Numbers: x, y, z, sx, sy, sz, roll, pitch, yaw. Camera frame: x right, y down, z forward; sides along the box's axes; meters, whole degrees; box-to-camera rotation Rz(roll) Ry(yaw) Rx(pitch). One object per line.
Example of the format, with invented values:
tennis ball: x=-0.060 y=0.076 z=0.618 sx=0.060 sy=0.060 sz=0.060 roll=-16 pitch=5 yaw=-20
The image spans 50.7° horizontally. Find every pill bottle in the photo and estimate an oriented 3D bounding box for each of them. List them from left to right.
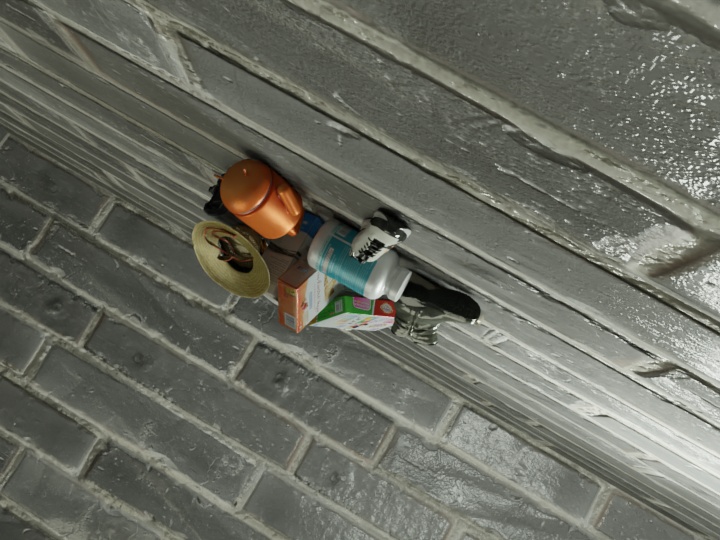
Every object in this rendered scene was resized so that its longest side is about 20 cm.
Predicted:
pill bottle: x=0.001 y=-0.014 z=1.531 sx=0.199 sy=0.111 sz=0.111 roll=29 pitch=171 yaw=12

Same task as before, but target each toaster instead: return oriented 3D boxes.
toaster: x=-0.252 y=-0.141 z=1.649 sx=0.129 sy=0.114 sz=0.200 roll=32 pitch=166 yaw=-26

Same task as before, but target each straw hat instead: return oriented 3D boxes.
straw hat: x=-0.250 y=-0.046 z=1.589 sx=0.200 sy=0.085 sz=0.202 roll=19 pitch=137 yaw=18

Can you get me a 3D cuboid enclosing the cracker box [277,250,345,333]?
cracker box: x=-0.097 y=0.022 z=1.643 sx=0.058 sy=0.200 sz=0.134 roll=25 pitch=137 yaw=22

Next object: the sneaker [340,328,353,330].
sneaker: x=-0.065 y=0.104 z=1.897 sx=0.199 sy=0.074 sz=0.087 roll=19 pitch=160 yaw=-35

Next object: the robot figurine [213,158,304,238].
robot figurine: x=-0.189 y=-0.139 z=1.467 sx=0.200 sy=0.117 sz=0.144 roll=39 pitch=-172 yaw=-47

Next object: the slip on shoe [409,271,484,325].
slip on shoe: x=0.166 y=0.071 z=1.622 sx=0.199 sy=0.061 sz=0.076 roll=30 pitch=171 yaw=1

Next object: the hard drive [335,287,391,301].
hard drive: x=0.019 y=0.073 z=1.830 sx=0.199 sy=0.026 sz=0.132 roll=12 pitch=158 yaw=-18

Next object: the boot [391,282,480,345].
boot: x=0.155 y=0.102 z=1.574 sx=0.199 sy=0.068 sz=0.131 roll=15 pitch=131 yaw=26

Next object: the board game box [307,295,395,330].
board game box: x=-0.001 y=0.103 z=1.775 sx=0.199 sy=0.041 sz=0.153 roll=8 pitch=161 yaw=-37

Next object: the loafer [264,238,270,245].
loafer: x=-0.227 y=-0.120 z=1.856 sx=0.071 sy=0.073 sz=0.200 roll=41 pitch=169 yaw=7

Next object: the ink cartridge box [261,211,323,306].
ink cartridge box: x=-0.145 y=-0.018 z=1.689 sx=0.084 sy=0.201 sz=0.146 roll=25 pitch=169 yaw=28

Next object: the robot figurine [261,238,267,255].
robot figurine: x=-0.280 y=-0.082 z=1.991 sx=0.200 sy=0.058 sz=0.146 roll=-117 pitch=11 yaw=-86

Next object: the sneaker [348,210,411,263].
sneaker: x=0.031 y=-0.052 z=1.349 sx=0.074 sy=0.080 sz=0.200 roll=33 pitch=169 yaw=-6
